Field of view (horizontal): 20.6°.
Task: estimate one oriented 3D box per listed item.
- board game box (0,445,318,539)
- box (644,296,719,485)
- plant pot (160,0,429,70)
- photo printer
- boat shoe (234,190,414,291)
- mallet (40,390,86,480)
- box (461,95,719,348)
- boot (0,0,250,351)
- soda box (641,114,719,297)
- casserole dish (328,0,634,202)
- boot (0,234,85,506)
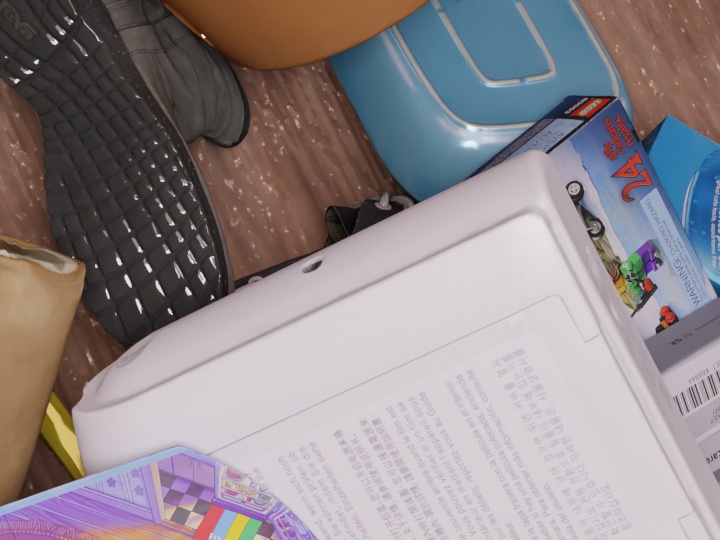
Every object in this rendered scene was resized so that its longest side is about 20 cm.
[{"bbox_3d":[-0.093,0.154,0.657,0.198,0.039,0.159,-19,109,5],"label":"board game box"},{"bbox_3d":[0.131,0.133,0.797,0.155,0.041,0.201,-28,107,-23],"label":"box"},{"bbox_3d":[-0.032,-0.176,0.793,0.200,0.199,0.140,-49,122,-25],"label":"plant pot"},{"bbox_3d":[0.010,0.072,0.687,0.199,0.070,0.167,-26,107,15],"label":"photo printer"},{"bbox_3d":[0.000,0.000,0.842,0.199,0.074,0.061,-31,85,-15],"label":"boat shoe"},{"bbox_3d":[-0.118,0.055,0.806,0.066,0.041,0.201,-25,75,-21],"label":"mallet"},{"bbox_3d":[0.091,0.049,0.812,0.136,0.038,0.201,-39,112,-21],"label":"box"},{"bbox_3d":[-0.079,-0.060,0.816,0.130,0.067,0.201,-6,67,-62],"label":"boot"},{"bbox_3d":[0.199,0.016,0.891,0.199,0.068,0.064,30,65,-3],"label":"soda box"},{"bbox_3d":[0.048,-0.104,0.873,0.120,0.039,0.201,-9,51,-22],"label":"casserole dish"},{"bbox_3d":[-0.131,0.091,0.711,0.174,0.066,0.202,12,97,-27],"label":"boot"}]
